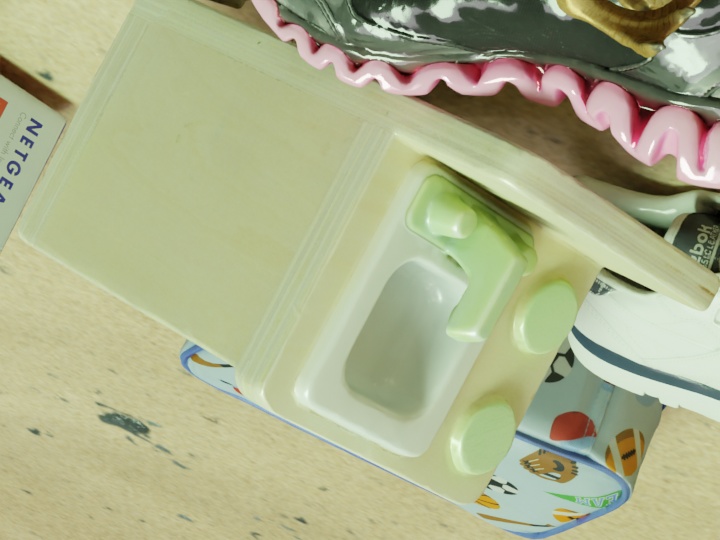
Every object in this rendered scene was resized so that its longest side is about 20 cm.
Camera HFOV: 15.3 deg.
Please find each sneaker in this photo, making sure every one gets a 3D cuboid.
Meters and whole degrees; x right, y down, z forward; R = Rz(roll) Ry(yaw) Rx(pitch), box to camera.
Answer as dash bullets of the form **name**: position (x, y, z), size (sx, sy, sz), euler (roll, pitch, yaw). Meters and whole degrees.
- **sneaker**: position (0.054, -0.098, 0.823), size (0.199, 0.079, 0.096), euler (16, 135, 20)
- **sneaker**: position (0.157, 0.019, 0.958), size (0.199, 0.077, 0.081), euler (13, 146, 24)

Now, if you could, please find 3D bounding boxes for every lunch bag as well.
- **lunch bag**: position (0.022, 0.041, 1.147), size (0.199, 0.076, 0.160), euler (29, 160, -11)

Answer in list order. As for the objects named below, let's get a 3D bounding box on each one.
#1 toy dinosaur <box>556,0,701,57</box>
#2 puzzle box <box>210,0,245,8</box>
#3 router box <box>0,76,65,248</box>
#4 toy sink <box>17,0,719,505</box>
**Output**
- **toy dinosaur**: position (0.048, -0.105, 0.752), size (0.106, 0.060, 0.200), euler (44, 148, -5)
- **puzzle box**: position (-0.136, -0.159, 0.923), size (0.199, 0.026, 0.133), euler (17, 156, 20)
- **router box**: position (-0.242, -0.022, 1.092), size (0.179, 0.201, 0.049), euler (34, 156, -21)
- **toy sink**: position (0.000, 0.000, 0.925), size (0.200, 0.112, 0.130), euler (27, 179, 42)
